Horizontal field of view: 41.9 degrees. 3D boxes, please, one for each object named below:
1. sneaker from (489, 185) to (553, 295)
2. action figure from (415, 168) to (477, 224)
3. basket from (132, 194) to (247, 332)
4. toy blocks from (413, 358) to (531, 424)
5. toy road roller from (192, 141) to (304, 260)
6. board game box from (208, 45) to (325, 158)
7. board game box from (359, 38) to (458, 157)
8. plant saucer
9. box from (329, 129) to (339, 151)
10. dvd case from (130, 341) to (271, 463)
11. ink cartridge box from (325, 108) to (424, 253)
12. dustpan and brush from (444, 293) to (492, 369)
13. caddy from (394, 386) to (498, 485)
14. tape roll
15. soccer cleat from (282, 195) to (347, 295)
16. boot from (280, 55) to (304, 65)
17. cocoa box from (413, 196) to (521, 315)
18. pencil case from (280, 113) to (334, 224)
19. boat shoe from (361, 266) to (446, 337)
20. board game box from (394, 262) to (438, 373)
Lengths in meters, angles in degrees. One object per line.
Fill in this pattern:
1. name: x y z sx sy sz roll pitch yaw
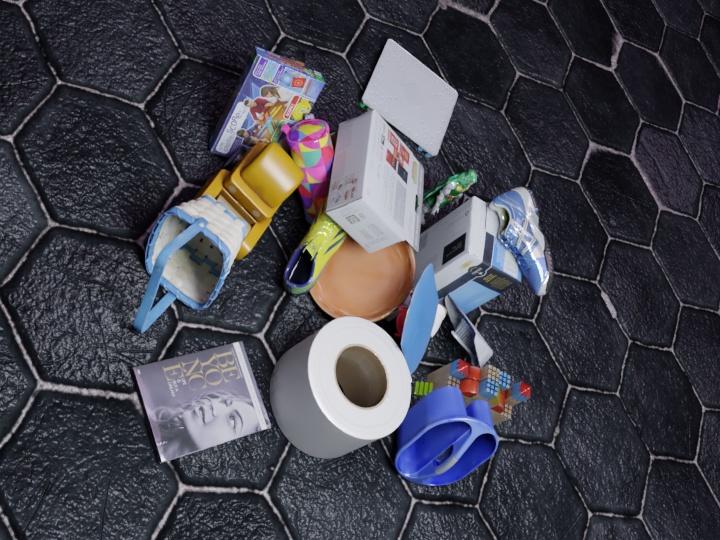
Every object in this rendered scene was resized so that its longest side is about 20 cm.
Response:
1. sneaker: 0.288 -0.048 1.691 0.076 0.076 0.203 -12 75 -18
2. action figure: 0.157 -0.141 1.808 0.117 0.199 0.055 -19 80 -39
3. basket: -0.275 -0.010 1.463 0.138 0.177 0.201 32 38 0
4. toy blocks: 0.216 0.221 1.718 0.198 0.136 0.101 27 55 -22
5. toy road roller: -0.184 -0.132 1.588 0.123 0.145 0.201 45 51 -17
6. board game box: -0.165 -0.276 1.647 0.134 0.201 0.035 17 32 -28
7. board game box: 0.103 -0.363 1.990 0.199 0.026 0.202 34 53 -17
8. plant saucer: 0.000 0.000 1.680 0.196 0.038 0.204 -1 72 3
9. box: 0.002 -0.221 1.781 0.112 0.034 0.200 67 25 -6
10. dvd case: -0.247 0.202 1.475 0.198 0.016 0.151 -11 75 -39
11. ink cartridge box: 0.031 -0.143 1.652 0.175 0.083 0.203 42 43 -39
12. dustpan and brush: 0.213 0.151 1.762 0.200 0.057 0.140 49 5 -36
13. caddy: 0.143 0.293 1.601 0.140 0.200 0.106 25 38 -24
14. tape roll: -0.033 0.194 1.552 0.200 0.139 0.206 15 60 -28
15. soccer cleat: -0.072 -0.048 1.626 0.064 0.084 0.202 27 85 9
16. boot: -0.110 -0.311 1.806 0.185 0.069 0.203 6 58 -25
17. cocoa box: 0.198 -0.020 1.778 0.130 0.199 0.135 26 55 -23
18. pencil case: -0.080 -0.175 1.673 0.089 0.087 0.202 -56 146 -39
19. boat shoe: 0.063 0.060 1.729 0.198 0.071 0.070 28 74 -9
20. board game box: 0.087 0.082 1.629 0.038 0.201 0.160 14 63 19
